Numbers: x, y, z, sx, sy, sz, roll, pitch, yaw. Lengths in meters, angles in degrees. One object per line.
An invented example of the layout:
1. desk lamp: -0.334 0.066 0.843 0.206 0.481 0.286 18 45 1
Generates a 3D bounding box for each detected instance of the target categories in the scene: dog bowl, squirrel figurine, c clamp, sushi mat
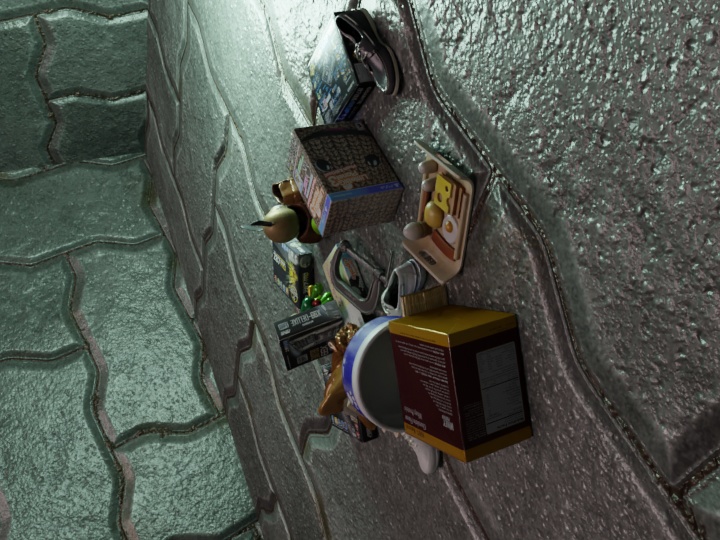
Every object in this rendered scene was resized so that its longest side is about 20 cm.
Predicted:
1. dog bowl: 0.067 0.186 1.291 0.078 0.196 0.205 9 109 66
2. squirrel figurine: -0.013 0.212 1.561 0.188 0.139 0.203 -101 28 -58
3. c clamp: 0.000 0.000 1.525 0.199 0.027 0.174 32 124 43
4. sushi mat: 0.125 0.134 1.263 0.012 0.094 0.205 7 107 64

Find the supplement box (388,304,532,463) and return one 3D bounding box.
1. supplement box: 0.159 0.177 1.165 0.196 0.130 0.205 5 105 65

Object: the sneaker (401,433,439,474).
1. sneaker: 0.103 0.313 1.421 0.070 0.079 0.205 -15 89 64

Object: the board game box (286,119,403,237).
1. board game box: -0.035 -0.185 1.386 0.202 0.157 0.098 61 151 30

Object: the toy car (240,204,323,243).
1. toy car: -0.185 -0.131 1.692 0.164 0.196 0.161 -12 91 65

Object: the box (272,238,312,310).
1. box: -0.187 -0.007 1.940 0.200 0.048 0.165 41 134 54

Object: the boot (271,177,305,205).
1. boot: -0.097 -0.176 1.530 0.199 0.152 0.078 36 133 56

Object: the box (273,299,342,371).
1. box: -0.119 0.157 1.680 0.201 0.155 0.050 91 157 -62

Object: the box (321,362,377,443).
1. box: -0.030 0.323 1.757 0.199 0.043 0.164 5 106 65

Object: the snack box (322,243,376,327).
1. snack box: -0.027 0.051 1.628 0.116 0.036 0.203 -50 56 59

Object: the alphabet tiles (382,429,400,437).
1. alphabet tiles: 0.053 0.256 1.550 0.197 0.014 0.203 -118 28 -46

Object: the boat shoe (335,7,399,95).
1. boat shoe: 0.010 -0.399 1.300 0.203 0.062 0.073 67 153 23

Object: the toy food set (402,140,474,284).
1. toy food set: 0.121 -0.100 1.202 0.144 0.059 0.204 49 144 48

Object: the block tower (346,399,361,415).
1. block tower: 0.043 0.199 1.412 0.202 0.057 0.054 -57 9 24

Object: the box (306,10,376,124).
1. box: -0.043 -0.398 1.438 0.200 0.045 0.162 -42 63 63

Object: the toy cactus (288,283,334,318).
1. toy cactus: -0.124 0.116 1.740 0.103 0.164 0.201 48 153 12

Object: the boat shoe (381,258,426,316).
1. boat shoe: 0.070 0.054 1.382 0.074 0.066 0.202 57 149 38
